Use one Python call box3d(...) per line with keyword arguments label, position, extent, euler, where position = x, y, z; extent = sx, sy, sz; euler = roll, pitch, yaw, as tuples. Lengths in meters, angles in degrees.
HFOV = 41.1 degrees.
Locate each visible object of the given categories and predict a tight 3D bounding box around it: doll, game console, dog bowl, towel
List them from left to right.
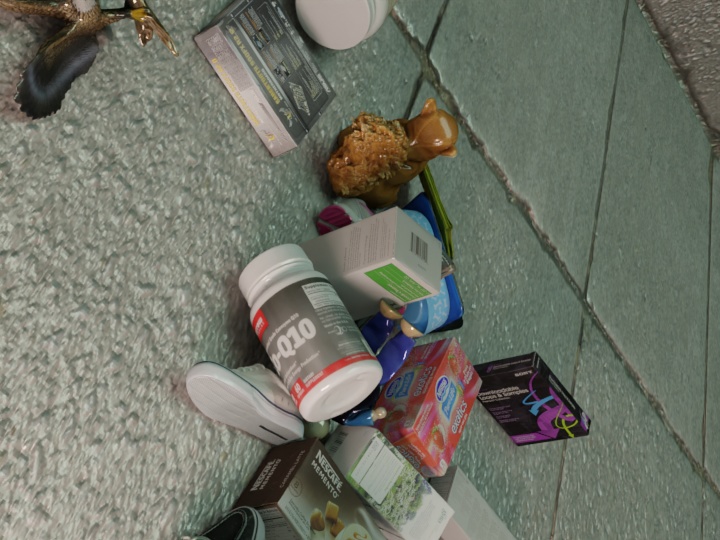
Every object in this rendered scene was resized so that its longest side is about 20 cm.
box3d(label="doll", position=(-0.009, 0.137, 1.259), extent=(0.136, 0.201, 0.048), euler=(39, 3, 27))
box3d(label="dog bowl", position=(0.080, 0.001, 1.462), extent=(0.049, 0.111, 0.202), euler=(-11, 85, -29))
box3d(label="towel", position=(0.119, -0.118, 1.545), extent=(0.086, 0.018, 0.202), euler=(73, 1, -54))
box3d(label="game console", position=(0.131, -0.012, 1.528), extent=(0.170, 0.118, 0.202), euler=(-3, 74, -55))

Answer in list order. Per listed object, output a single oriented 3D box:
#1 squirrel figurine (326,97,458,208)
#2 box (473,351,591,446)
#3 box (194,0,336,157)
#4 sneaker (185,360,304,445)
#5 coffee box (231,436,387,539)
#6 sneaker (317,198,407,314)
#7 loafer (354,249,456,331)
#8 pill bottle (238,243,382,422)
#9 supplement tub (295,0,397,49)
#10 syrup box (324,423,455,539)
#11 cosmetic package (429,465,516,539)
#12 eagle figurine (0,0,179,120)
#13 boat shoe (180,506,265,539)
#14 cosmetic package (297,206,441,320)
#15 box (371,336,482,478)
box3d(label="squirrel figurine", position=(0.052, -0.178, 1.441), extent=(0.199, 0.185, 0.143), euler=(-22, 93, -57))
box3d(label="box", position=(0.281, 0.221, 1.626), extent=(0.200, 0.142, 0.036), euler=(49, 42, -28))
box3d(label="box", position=(-0.129, -0.287, 1.363), extent=(0.201, 0.048, 0.159), euler=(55, 39, -23))
box3d(label="sneaker", position=(-0.139, 0.147, 1.157), extent=(0.200, 0.072, 0.071), euler=(44, 34, -47))
box3d(label="coffee box", position=(-0.053, 0.321, 1.179), extent=(0.201, 0.079, 0.115), euler=(59, 37, -19))
box3d(label="sneaker", position=(0.020, -0.026, 1.427), extent=(0.201, 0.081, 0.088), euler=(62, 38, -16))
box3d(label="loafer", position=(0.052, 0.047, 1.350), extent=(0.063, 0.200, 0.072), euler=(41, 7, -4))
box3d(label="pill bottle", position=(-0.067, 0.074, 1.187), extent=(0.113, 0.114, 0.201), euler=(5, 46, -53))
box3d(label="supplement tub", position=(-0.010, -0.450, 1.511), extent=(0.146, 0.144, 0.201), euler=(54, 38, -24))
box3d(label="syrup box", position=(0.034, 0.294, 1.293), extent=(0.079, 0.081, 0.200), euler=(-53, 123, -21))
box3d(label="cosmetic package", position=(0.171, 0.397, 1.478), extent=(0.201, 0.050, 0.083), euler=(53, 41, -26))
box3d(label="eagle figurine", position=(-0.325, -0.275, 1.051), extent=(0.199, 0.152, 0.152), euler=(-32, 58, -25))
box3d(label="boat shoe", position=(-0.173, 0.316, 1.024), extent=(0.199, 0.073, 0.069), euler=(-47, 128, -41))
box3d(label="cosmetic package", position=(0.000, 0.000, 1.285), extent=(0.107, 0.199, 0.086), euler=(33, 48, -39))
box3d(label="box", position=(0.091, 0.203, 1.411), extent=(0.095, 0.102, 0.201), euler=(56, 39, -21))
